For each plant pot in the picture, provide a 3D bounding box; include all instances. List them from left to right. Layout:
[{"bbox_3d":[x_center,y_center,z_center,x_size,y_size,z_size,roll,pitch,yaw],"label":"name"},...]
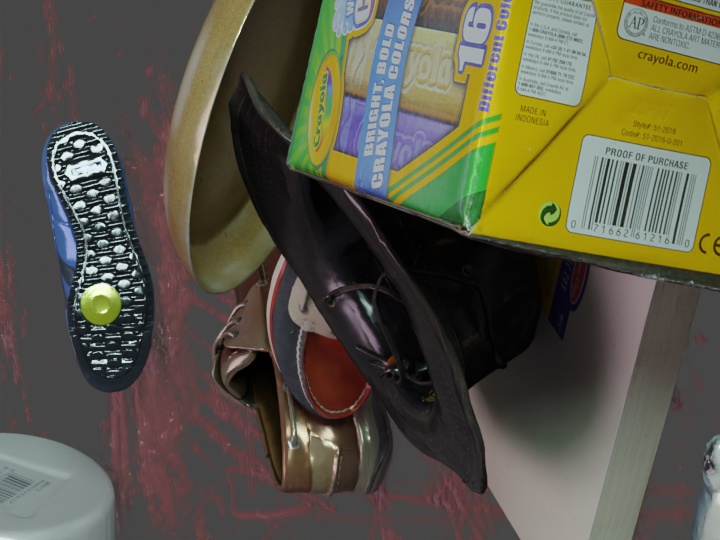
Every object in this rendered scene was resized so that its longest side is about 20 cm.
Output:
[{"bbox_3d":[-0.044,-0.087,0.996,0.027,0.200,0.201,22,132,15],"label":"plant pot"}]

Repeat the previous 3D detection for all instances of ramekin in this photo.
[{"bbox_3d":[-0.293,0.214,1.732,0.200,0.199,0.099,-135,48,-56],"label":"ramekin"}]

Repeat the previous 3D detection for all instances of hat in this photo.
[{"bbox_3d":[0.025,-0.010,0.887,0.201,0.081,0.201,56,170,15],"label":"hat"}]

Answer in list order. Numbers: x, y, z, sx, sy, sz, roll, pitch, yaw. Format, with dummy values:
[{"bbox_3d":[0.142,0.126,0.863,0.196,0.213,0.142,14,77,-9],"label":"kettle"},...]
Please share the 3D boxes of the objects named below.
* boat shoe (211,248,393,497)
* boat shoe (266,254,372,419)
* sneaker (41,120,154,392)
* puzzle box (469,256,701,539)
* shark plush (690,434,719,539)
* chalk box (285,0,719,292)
[{"bbox_3d":[-0.047,0.042,1.187,0.076,0.071,0.201,103,149,-45],"label":"boat shoe"},{"bbox_3d":[0.000,0.000,1.060,0.063,0.071,0.201,53,142,45],"label":"boat shoe"},{"bbox_3d":[-0.193,-0.011,1.560,0.078,0.065,0.202,155,104,-80],"label":"sneaker"},{"bbox_3d":[0.088,0.033,0.903,0.133,0.025,0.201,-120,29,-43],"label":"puzzle box"},{"bbox_3d":[0.137,0.063,0.741,0.083,0.090,0.202,-71,-24,-69],"label":"shark plush"},{"bbox_3d":[0.058,-0.078,0.758,0.200,0.123,0.125,27,105,63],"label":"chalk box"}]
